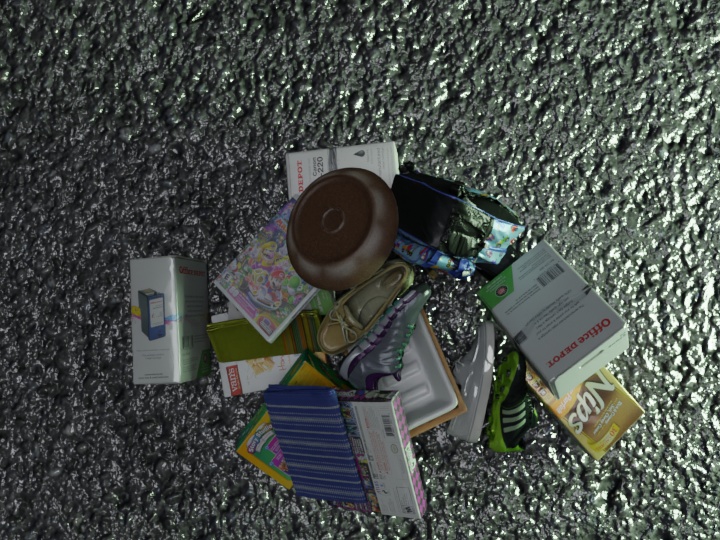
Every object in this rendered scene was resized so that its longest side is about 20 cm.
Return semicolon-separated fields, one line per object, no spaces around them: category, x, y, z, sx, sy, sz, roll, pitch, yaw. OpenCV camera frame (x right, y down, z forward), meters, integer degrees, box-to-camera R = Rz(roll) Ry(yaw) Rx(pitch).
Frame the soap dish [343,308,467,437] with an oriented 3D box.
soap dish;0.068;0.172;0.980;0.153;0.081;0.205;-25;68;3

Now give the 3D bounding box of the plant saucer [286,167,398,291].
plant saucer;-0.037;-0.073;0.910;0.194;0.037;0.208;-7;70;20

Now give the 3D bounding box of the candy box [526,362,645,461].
candy box;0.358;0.196;0.984;0.115;0.055;0.201;-42;83;0

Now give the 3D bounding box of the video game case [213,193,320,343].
video game case;-0.125;-0.006;0.956;0.143;0.018;0.200;41;83;17

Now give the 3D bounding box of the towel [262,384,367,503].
towel;-0.072;0.273;0.929;0.141;0.024;0.206;-5;108;31

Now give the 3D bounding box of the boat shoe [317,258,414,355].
boat shoe;0.004;0.058;0.937;0.199;0.063;0.074;-40;84;8

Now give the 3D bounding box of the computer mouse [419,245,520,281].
computer mouse;0.178;-0.031;1.021;0.199;0.046;0.141;43;90;6

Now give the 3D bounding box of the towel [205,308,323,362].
towel;-0.158;0.115;0.996;0.193;0.018;0.088;-8;122;5

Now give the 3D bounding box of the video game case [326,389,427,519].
video game case;0.001;0.284;0.921;0.176;0.036;0.207;-6;107;32

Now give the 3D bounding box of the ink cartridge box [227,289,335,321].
ink cartridge box;-0.144;0.023;1.013;0.193;0.068;0.120;-10;49;5

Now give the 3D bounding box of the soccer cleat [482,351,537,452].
soccer cleat;0.253;0.215;0.957;0.078;0.068;0.206;3;122;0

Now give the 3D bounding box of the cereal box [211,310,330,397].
cereal box;-0.159;0.133;1.046;0.193;0.040;0.149;-12;86;4

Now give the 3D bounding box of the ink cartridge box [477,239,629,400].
ink cartridge box;0.302;0.076;0.935;0.144;0.084;0.202;-36;49;4

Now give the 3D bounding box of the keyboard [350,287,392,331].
keyboard;0.000;0.000;0.976;0.055;0.011;0.206;-23;86;9

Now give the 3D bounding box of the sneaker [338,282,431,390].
sneaker;0.057;0.115;0.922;0.088;0.074;0.201;44;101;13

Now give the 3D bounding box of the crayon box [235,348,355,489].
crayon box;-0.108;0.253;0.998;0.118;0.058;0.202;37;97;-11

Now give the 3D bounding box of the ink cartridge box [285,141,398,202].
ink cartridge box;-0.027;-0.135;1.029;0.192;0.085;0.151;-6;86;7

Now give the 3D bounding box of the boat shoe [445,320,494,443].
boat shoe;0.185;0.185;1.001;0.066;0.072;0.208;10;96;6

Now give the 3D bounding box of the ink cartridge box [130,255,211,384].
ink cartridge box;-0.322;0.083;1.012;0.084;0.145;0.208;-2;87;7

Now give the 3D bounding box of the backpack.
backpack;0.149;-0.068;0.927;0.195;0.182;0.139;14;102;-34
